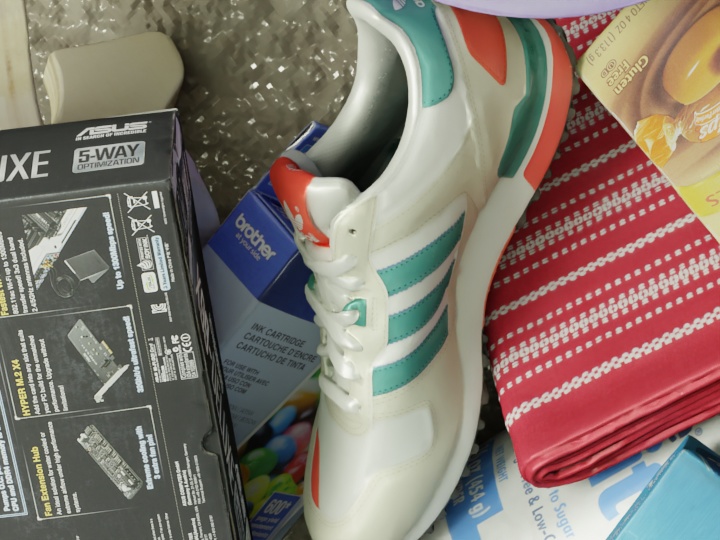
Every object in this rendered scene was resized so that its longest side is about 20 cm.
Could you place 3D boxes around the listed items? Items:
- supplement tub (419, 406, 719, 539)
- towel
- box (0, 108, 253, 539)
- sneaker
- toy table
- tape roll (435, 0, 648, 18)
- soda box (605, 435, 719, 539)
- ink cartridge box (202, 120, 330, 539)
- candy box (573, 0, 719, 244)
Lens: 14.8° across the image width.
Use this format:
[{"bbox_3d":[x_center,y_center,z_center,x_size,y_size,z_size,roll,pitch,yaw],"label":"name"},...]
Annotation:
[{"bbox_3d":[0.128,0.085,0.971,0.199,0.132,0.132,-32,87,15],"label":"supplement tub"},{"bbox_3d":[0.101,-0.028,0.962,0.144,0.023,0.201,-26,46,15],"label":"towel"},{"bbox_3d":[-0.122,0.054,0.915,0.156,0.050,0.201,-7,121,3],"label":"box"},{"bbox_3d":[0.000,0.000,0.929,0.070,0.093,0.201,28,103,51],"label":"sneaker"},{"bbox_3d":[-0.133,-0.020,1.007,0.200,0.183,0.118,-55,53,43],"label":"toy table"},{"bbox_3d":[0.054,-0.178,0.848,0.198,0.085,0.202,0,97,1],"label":"tape roll"},{"bbox_3d":[0.070,0.152,0.880,0.068,0.064,0.201,37,95,6],"label":"soda box"},{"bbox_3d":[-0.039,0.043,1.015,0.042,0.119,0.200,45,104,32],"label":"ink cartridge box"},{"bbox_3d":[0.171,-0.099,0.882,0.200,0.055,0.116,-48,42,13],"label":"candy box"}]
